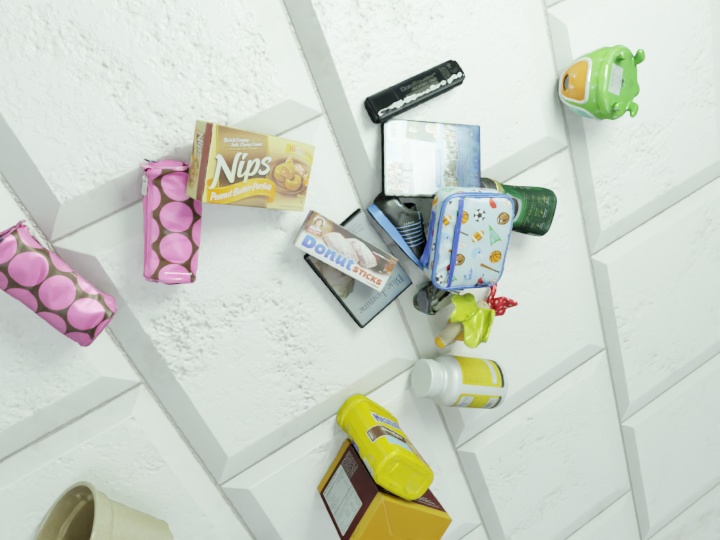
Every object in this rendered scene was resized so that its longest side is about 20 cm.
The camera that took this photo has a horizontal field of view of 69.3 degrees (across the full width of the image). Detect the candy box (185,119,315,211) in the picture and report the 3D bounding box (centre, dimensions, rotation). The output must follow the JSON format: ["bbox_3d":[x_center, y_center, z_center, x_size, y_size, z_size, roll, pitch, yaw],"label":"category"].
[{"bbox_3d":[-0.171,-0.163,0.838,0.199,0.055,0.117,-1,107,-47],"label":"candy box"}]

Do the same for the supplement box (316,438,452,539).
[{"bbox_3d":[0.046,0.494,1.108,0.196,0.200,0.133,29,94,-28],"label":"supplement box"}]

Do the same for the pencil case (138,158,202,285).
[{"bbox_3d":[-0.305,-0.074,0.832,0.093,0.090,0.202,-18,117,-56],"label":"pencil case"}]

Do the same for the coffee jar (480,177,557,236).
[{"bbox_3d":[0.300,-0.131,1.075,0.198,0.085,0.105,5,105,-24],"label":"coffee jar"}]

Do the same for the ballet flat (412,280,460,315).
[{"bbox_3d":[0.195,0.016,1.088,0.072,0.072,0.201,42,88,-29],"label":"ballet flat"}]

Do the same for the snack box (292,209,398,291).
[{"bbox_3d":[-0.025,-0.034,0.962,0.199,0.024,0.072,29,93,-27],"label":"snack box"}]

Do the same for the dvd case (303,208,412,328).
[{"bbox_3d":[0.000,0.000,1.018,0.143,0.018,0.200,-41,118,-7],"label":"dvd case"}]

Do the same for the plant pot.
[{"bbox_3d":[-0.444,0.498,0.917,0.201,0.200,0.183,-51,130,-1],"label":"plant pot"}]

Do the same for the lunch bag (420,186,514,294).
[{"bbox_3d":[0.197,-0.055,0.980,0.159,0.076,0.202,-1,112,-15],"label":"lunch bag"}]

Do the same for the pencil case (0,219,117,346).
[{"bbox_3d":[-0.465,0.022,0.787,0.094,0.091,0.200,-48,122,-15],"label":"pencil case"}]

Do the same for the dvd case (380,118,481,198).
[{"bbox_3d":[0.134,-0.206,0.977,0.198,0.018,0.144,0,89,-16],"label":"dvd case"}]

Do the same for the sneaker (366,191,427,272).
[{"bbox_3d":[0.099,-0.077,1.015,0.078,0.070,0.200,-43,118,2],"label":"sneaker"}]

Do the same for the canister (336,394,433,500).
[{"bbox_3d":[0.048,0.357,1.063,0.148,0.200,0.087,39,91,-29],"label":"canister"}]

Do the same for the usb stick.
[{"bbox_3d":[0.099,-0.326,0.948,0.199,0.033,0.056,-29,82,-13],"label":"usb stick"}]

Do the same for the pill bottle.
[{"bbox_3d":[0.216,0.245,1.150,0.198,0.111,0.112,11,103,-27],"label":"pill bottle"}]

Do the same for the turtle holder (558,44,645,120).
[{"bbox_3d":[0.487,-0.379,1.046,0.185,0.131,0.142,-38,123,-30],"label":"turtle holder"}]

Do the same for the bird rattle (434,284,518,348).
[{"bbox_3d":[0.231,0.097,1.111,0.113,0.200,0.163,48,119,9],"label":"bird rattle"}]
